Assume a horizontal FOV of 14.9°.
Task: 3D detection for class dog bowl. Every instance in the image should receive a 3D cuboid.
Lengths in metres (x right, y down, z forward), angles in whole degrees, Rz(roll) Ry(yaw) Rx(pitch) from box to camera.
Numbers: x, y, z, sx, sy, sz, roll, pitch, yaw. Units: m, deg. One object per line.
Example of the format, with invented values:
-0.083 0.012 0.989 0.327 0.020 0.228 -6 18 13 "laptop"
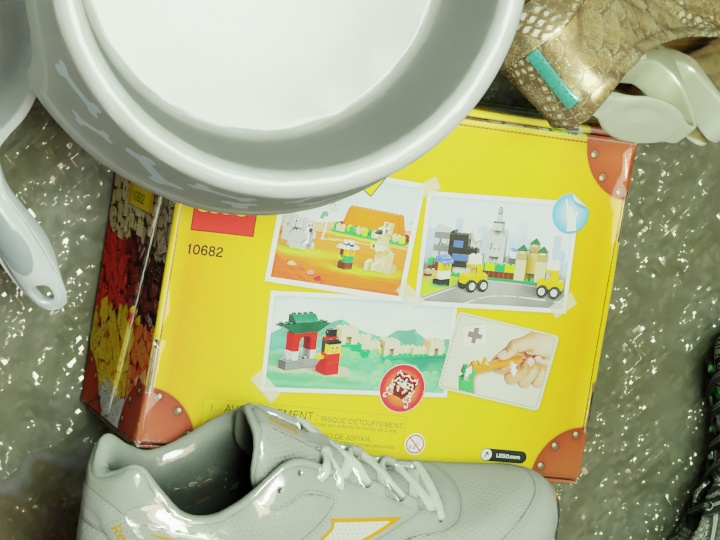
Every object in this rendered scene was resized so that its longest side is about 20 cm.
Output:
-0.030 -0.116 0.990 0.199 0.059 0.201 -2 98 -16 "dog bowl"

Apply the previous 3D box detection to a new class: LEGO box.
0.000 0.000 1.128 0.199 0.077 0.149 7 97 -22 "LEGO box"

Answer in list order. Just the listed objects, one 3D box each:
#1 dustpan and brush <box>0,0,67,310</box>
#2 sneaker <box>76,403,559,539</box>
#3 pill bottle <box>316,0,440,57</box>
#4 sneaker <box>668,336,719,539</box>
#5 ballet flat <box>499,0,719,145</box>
-0.158 -0.070 1.045 0.139 0.057 0.200 -17 128 17 "dustpan and brush"
-0.014 0.091 1.064 0.199 0.076 0.092 -8 122 -18 "sneaker"
0.035 -0.179 1.089 0.113 0.113 0.200 31 88 -24 "pill bottle"
0.175 0.071 1.221 0.085 0.078 0.200 38 76 -17 "sneaker"
0.123 -0.080 1.127 0.200 0.070 0.065 -7 63 -51 "ballet flat"
